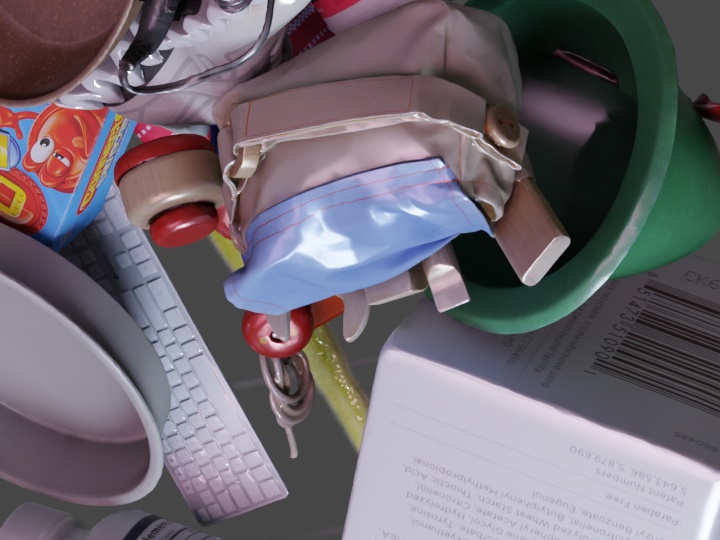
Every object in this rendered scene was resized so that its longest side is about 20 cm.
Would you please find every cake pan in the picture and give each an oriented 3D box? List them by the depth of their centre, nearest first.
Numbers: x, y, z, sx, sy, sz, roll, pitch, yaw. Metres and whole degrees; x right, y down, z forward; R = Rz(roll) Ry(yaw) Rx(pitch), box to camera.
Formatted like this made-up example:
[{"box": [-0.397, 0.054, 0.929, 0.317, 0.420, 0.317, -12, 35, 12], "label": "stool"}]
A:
[{"box": [-0.178, 0.040, 1.508, 0.200, 0.037, 0.201, 23, 148, 15], "label": "cake pan"}]

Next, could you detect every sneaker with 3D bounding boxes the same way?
[{"box": [-0.058, -0.106, 1.287, 0.081, 0.075, 0.200, 28, 157, -21], "label": "sneaker"}]

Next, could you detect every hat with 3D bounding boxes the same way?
[{"box": [0.140, -0.035, 1.335, 0.200, 0.176, 0.166, 23, 96, 51], "label": "hat"}]

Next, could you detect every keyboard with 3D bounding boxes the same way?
[{"box": [-0.105, 0.039, 1.534, 0.056, 0.011, 0.200, -20, 106, 31], "label": "keyboard"}]

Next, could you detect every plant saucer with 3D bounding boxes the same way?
[{"box": [-0.138, -0.170, 1.287, 0.200, 0.037, 0.201, 7, 99, 47], "label": "plant saucer"}]

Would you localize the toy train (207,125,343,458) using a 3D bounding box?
[{"box": [0.000, 0.000, 1.433, 0.115, 0.085, 0.200, -11, 127, 6], "label": "toy train"}]

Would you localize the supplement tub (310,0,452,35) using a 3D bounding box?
[{"box": [-0.005, -0.211, 1.283, 0.140, 0.140, 0.200, -30, 101, 33], "label": "supplement tub"}]

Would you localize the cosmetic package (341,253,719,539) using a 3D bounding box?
[{"box": [0.094, 0.104, 1.384, 0.165, 0.165, 0.201, 20, 123, 13], "label": "cosmetic package"}]

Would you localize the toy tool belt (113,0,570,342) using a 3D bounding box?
[{"box": [-0.011, -0.024, 1.263, 0.200, 0.125, 0.123, -24, 74, 28], "label": "toy tool belt"}]

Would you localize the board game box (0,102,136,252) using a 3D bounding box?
[{"box": [-0.189, -0.135, 1.431, 0.200, 0.056, 0.196, 32, 130, 7], "label": "board game box"}]

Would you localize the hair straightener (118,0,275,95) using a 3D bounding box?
[{"box": [-0.043, -0.158, 1.180, 0.077, 0.041, 0.201, 29, 97, 40], "label": "hair straightener"}]

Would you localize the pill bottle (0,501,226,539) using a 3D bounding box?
[{"box": [-0.094, 0.189, 1.545, 0.199, 0.111, 0.111, 18, 121, 15], "label": "pill bottle"}]

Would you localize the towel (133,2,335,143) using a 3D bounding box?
[{"box": [-0.093, -0.136, 1.432, 0.145, 0.022, 0.200, -37, 97, 34], "label": "towel"}]
